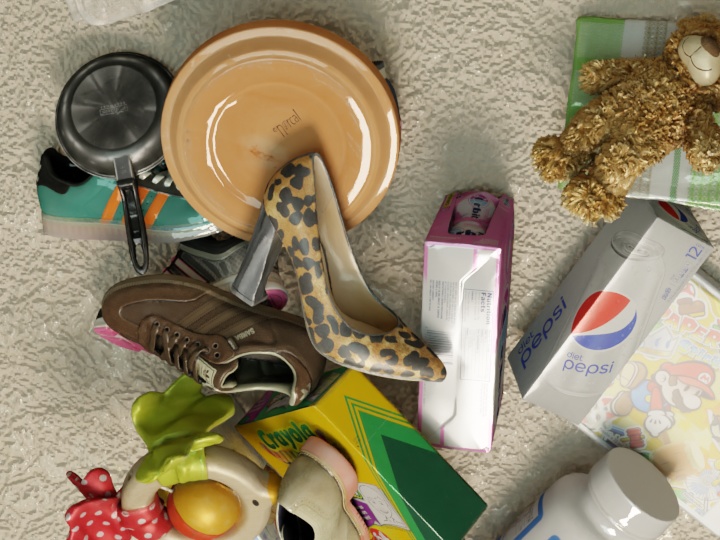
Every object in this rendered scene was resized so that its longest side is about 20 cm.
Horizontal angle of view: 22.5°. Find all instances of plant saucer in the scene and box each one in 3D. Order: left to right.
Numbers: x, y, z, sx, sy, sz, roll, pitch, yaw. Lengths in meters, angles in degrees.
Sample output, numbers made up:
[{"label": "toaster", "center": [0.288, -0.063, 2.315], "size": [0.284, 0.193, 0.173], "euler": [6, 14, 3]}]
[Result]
[{"label": "plant saucer", "center": [-0.066, -0.108, 1.489], "size": [0.199, 0.032, 0.201], "euler": [2, 119, 3]}]

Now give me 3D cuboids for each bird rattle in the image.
[{"label": "bird rattle", "center": [-0.159, 0.198, 1.545], "size": [0.163, 0.113, 0.200], "euler": [26, 118, -18]}]

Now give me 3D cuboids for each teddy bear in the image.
[{"label": "teddy bear", "center": [0.223, -0.123, 1.416], "size": [0.199, 0.145, 0.067], "euler": [-26, 137, 15]}]

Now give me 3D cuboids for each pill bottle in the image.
[{"label": "pill bottle", "center": [0.188, 0.252, 1.606], "size": [0.112, 0.112, 0.200], "euler": [38, 119, -6]}]

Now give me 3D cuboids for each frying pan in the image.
[{"label": "frying pan", "center": [-0.216, -0.100, 1.541], "size": [0.114, 0.031, 0.191], "euler": [11, 77, 9]}]

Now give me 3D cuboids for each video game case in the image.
[{"label": "video game case", "center": [0.299, 0.114, 1.582], "size": [0.200, 0.023, 0.182], "euler": [38, 114, -5]}]

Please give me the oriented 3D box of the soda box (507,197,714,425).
[{"label": "soda box", "center": [0.208, 0.029, 1.527], "size": [0.063, 0.068, 0.200], "euler": [26, 113, -22]}]

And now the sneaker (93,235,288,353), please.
[{"label": "sneaker", "center": [-0.150, 0.013, 1.601], "size": [0.199, 0.088, 0.074], "euler": [-18, 148, 29]}]

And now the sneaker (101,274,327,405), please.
[{"label": "sneaker", "center": [-0.127, 0.059, 1.514], "size": [0.199, 0.076, 0.071], "euler": [11, 131, 5]}]

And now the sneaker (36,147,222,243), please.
[{"label": "sneaker", "center": [-0.191, -0.073, 1.577], "size": [0.199, 0.071, 0.080], "euler": [-1, 115, 13]}]

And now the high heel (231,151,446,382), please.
[{"label": "high heel", "center": [0.000, 0.000, 1.466], "size": [0.199, 0.071, 0.143], "euler": [28, 116, 9]}]

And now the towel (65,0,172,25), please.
[{"label": "towel", "center": [-0.176, -0.290, 1.505], "size": [0.199, 0.035, 0.133], "euler": [-20, 108, 18]}]

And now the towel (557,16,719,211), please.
[{"label": "towel", "center": [0.267, -0.126, 1.471], "size": [0.199, 0.031, 0.150], "euler": [8, 90, 10]}]

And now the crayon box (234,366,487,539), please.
[{"label": "crayon box", "center": [-0.004, 0.171, 1.583], "size": [0.173, 0.058, 0.200], "euler": [46, 156, -10]}]

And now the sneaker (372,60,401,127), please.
[{"label": "sneaker", "center": [-0.059, -0.108, 1.536], "size": [0.199, 0.070, 0.082], "euler": [-19, 103, 19]}]

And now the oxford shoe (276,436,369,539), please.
[{"label": "oxford shoe", "center": [-0.042, 0.217, 1.554], "size": [0.071, 0.074, 0.200], "euler": [31, 154, 26]}]

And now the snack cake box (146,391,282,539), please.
[{"label": "snack cake box", "center": [-0.109, 0.221, 1.657], "size": [0.067, 0.115, 0.200], "euler": [-29, 103, 20]}]

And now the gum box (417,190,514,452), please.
[{"label": "gum box", "center": [0.091, 0.039, 1.542], "size": [0.066, 0.114, 0.201], "euler": [5, 113, 9]}]
